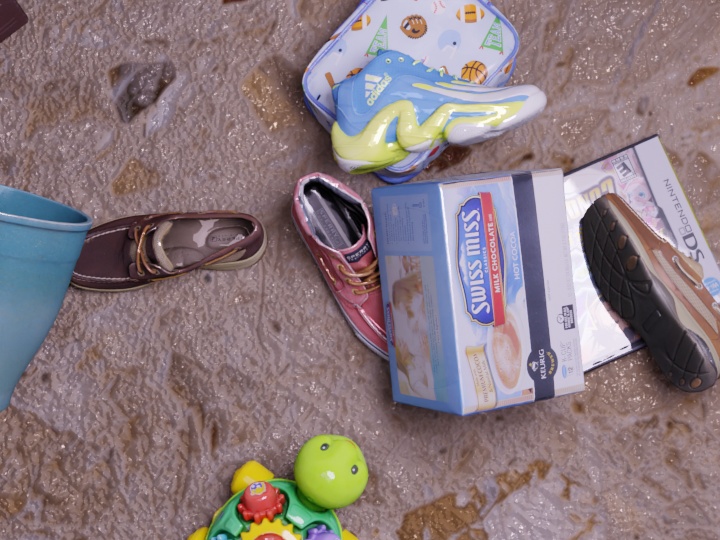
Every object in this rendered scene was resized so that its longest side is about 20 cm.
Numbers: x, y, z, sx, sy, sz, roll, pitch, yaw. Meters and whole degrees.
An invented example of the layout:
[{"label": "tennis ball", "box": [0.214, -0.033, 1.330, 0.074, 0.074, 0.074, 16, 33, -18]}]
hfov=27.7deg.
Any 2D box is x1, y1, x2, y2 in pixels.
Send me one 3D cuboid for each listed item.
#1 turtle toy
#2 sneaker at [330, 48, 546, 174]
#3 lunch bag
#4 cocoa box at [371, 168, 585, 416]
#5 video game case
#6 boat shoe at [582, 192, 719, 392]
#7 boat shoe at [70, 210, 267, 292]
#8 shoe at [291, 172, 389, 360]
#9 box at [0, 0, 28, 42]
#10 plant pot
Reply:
[{"label": "turtle toy", "box": [-0.066, 0.236, 1.313, 0.145, 0.101, 0.201, 35, 83, 5]}, {"label": "sneaker", "box": [0.063, -0.160, 1.310, 0.198, 0.076, 0.106, -15, 88, 3]}, {"label": "lunch bag", "box": [0.047, -0.198, 1.393, 0.160, 0.076, 0.200, 42, 84, 8]}, {"label": "cocoa box", "box": [0.101, 0.016, 1.294, 0.130, 0.133, 0.202, -8, 94, -27]}, {"label": "video game case", "box": [0.231, -0.009, 1.389, 0.198, 0.026, 0.182, -23, 82, -4]}, {"label": "boat shoe", "box": [0.279, 0.017, 1.342, 0.073, 0.076, 0.201, -20, 71, -30]}, {"label": "boat shoe", "box": [-0.187, -0.024, 1.366, 0.198, 0.072, 0.073, -5, 81, 0]}, {"label": "shoe", "box": [0.000, 0.000, 1.353, 0.071, 0.091, 0.201, -34, 83, -5]}, {"label": "box", "box": [-0.433, -0.273, 1.339, 0.164, 0.200, 0.166, -37, 84, -6]}, {"label": "plant pot", "box": [-0.359, 0.022, 1.307, 0.198, 0.200, 0.190, 15, 96, 2]}]
